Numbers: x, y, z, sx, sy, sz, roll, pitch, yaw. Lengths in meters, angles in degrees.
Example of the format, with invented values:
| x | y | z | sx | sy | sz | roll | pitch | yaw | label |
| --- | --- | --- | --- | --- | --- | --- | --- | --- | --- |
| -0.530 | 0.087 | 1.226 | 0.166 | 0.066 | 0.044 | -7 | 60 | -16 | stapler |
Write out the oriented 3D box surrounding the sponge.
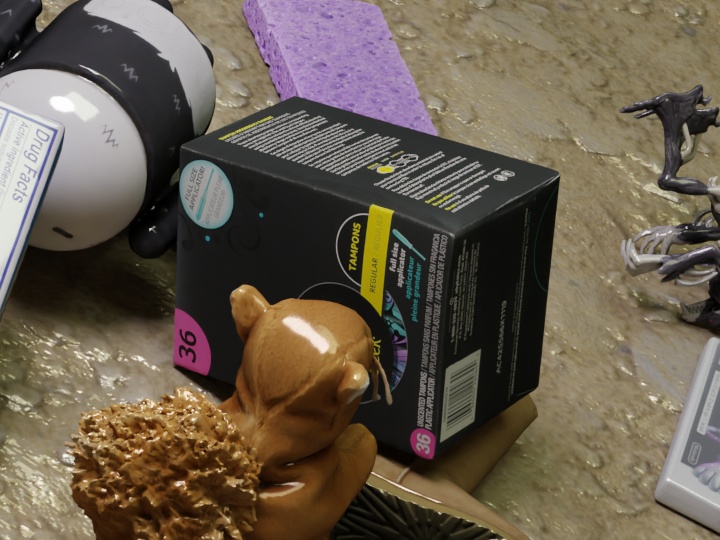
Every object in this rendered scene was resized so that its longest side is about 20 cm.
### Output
| x | y | z | sx | sy | sz | roll | pitch | yaw | label |
| --- | --- | --- | --- | --- | --- | --- | --- | --- | --- |
| -0.013 | -0.143 | 1.996 | 0.111 | 0.030 | 0.200 | 9 | 36 | -25 | sponge |

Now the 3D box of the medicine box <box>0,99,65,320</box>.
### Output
| x | y | z | sx | sy | sz | roll | pitch | yaw | label |
| --- | --- | --- | --- | --- | --- | --- | --- | --- | --- |
| -0.288 | -0.020 | 1.474 | 0.199 | 0.103 | 0.183 | 21 | 65 | -9 | medicine box |

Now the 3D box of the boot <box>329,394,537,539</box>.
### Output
| x | y | z | sx | sy | sz | roll | pitch | yaw | label |
| --- | --- | --- | --- | --- | --- | --- | --- | --- | --- |
| 0.071 | 0.123 | 1.634 | 0.175 | 0.066 | 0.200 | 31 | 31 | 8 | boot |

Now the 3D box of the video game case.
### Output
| x | y | z | sx | sy | sz | roll | pitch | yaw | label |
| --- | --- | --- | --- | --- | --- | --- | --- | --- | --- |
| 0.300 | 0.138 | 1.816 | 0.181 | 0.023 | 0.200 | 28 | 31 | 2 | video game case |

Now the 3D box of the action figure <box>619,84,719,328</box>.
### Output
| x | y | z | sx | sy | sz | roll | pitch | yaw | label |
| --- | --- | --- | --- | --- | --- | --- | --- | --- | --- |
| 0.242 | -0.027 | 1.944 | 0.119 | 0.101 | 0.201 | 1 | 72 | -79 | action figure |

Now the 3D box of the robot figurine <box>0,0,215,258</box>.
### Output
| x | y | z | sx | sy | sz | roll | pitch | yaw | label |
| --- | --- | --- | --- | --- | --- | --- | --- | --- | --- |
| -0.167 | -0.095 | 1.654 | 0.149 | 0.125 | 0.200 | 18 | 36 | 12 | robot figurine |

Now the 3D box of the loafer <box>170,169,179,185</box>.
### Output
| x | y | z | sx | sy | sz | roll | pitch | yaw | label |
| --- | --- | --- | --- | --- | --- | --- | --- | --- | --- |
| -0.116 | -0.058 | 1.759 | 0.199 | 0.070 | 0.070 | 27 | 31 | 1 | loafer |

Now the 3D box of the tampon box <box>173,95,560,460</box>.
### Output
| x | y | z | sx | sy | sz | roll | pitch | yaw | label |
| --- | --- | --- | --- | --- | --- | --- | --- | --- | --- |
| 0.000 | 0.000 | 1.621 | 0.199 | 0.151 | 0.126 | 18 | 27 | 30 | tampon box |

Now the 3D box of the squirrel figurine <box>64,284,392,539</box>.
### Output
| x | y | z | sx | sy | sz | roll | pitch | yaw | label |
| --- | --- | --- | --- | --- | --- | --- | --- | --- | --- |
| -0.064 | 0.107 | 1.442 | 0.141 | 0.187 | 0.200 | 41 | 35 | 23 | squirrel figurine |
